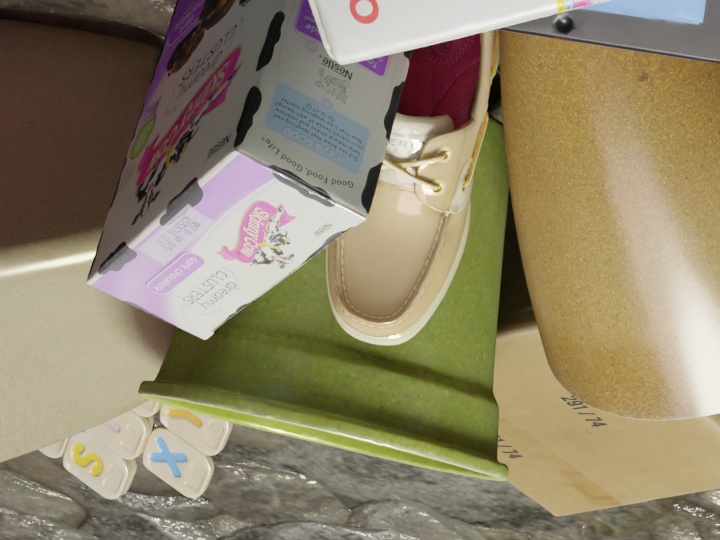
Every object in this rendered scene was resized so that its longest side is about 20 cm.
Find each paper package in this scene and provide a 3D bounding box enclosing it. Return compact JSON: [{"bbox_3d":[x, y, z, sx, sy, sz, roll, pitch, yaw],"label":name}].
[{"bbox_3d":[0.129,0.048,1.320,0.190,0.104,0.200,-16,139,44],"label":"paper package"}]

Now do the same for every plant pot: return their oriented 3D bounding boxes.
[{"bbox_3d":[0.000,0.000,1.181,0.199,0.185,0.200,13,173,2],"label":"plant pot"},{"bbox_3d":[-0.178,-0.025,1.258,0.176,0.200,0.200,-9,145,15],"label":"plant pot"},{"bbox_3d":[0.145,-0.064,1.077,0.186,0.187,0.200,-5,127,30],"label":"plant pot"}]

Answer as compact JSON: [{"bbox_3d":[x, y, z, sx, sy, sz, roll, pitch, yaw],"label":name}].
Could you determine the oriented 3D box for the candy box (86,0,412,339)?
[{"bbox_3d":[-0.043,-0.090,1.063,0.071,0.201,0.168,27,148,-20],"label":"candy box"}]

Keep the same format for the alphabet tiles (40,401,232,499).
[{"bbox_3d":[-0.165,0.056,1.431,0.195,0.015,0.200,35,127,13],"label":"alphabet tiles"}]

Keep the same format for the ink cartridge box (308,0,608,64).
[{"bbox_3d":[0.066,-0.179,0.886,0.199,0.085,0.145,-12,108,17],"label":"ink cartridge box"}]

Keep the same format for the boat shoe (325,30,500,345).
[{"bbox_3d":[0.023,-0.066,1.069,0.073,0.201,0.069,11,171,11],"label":"boat shoe"}]

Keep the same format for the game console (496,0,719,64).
[{"bbox_3d":[0.097,-0.183,0.936,0.199,0.031,0.178,9,119,8],"label":"game console"}]
